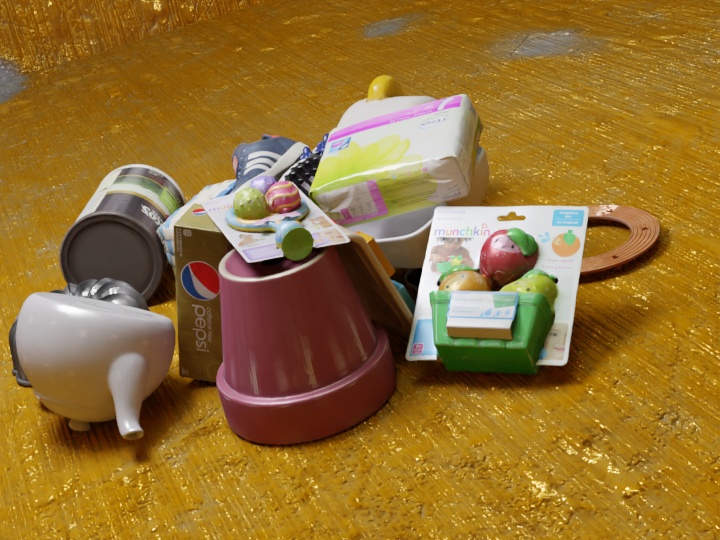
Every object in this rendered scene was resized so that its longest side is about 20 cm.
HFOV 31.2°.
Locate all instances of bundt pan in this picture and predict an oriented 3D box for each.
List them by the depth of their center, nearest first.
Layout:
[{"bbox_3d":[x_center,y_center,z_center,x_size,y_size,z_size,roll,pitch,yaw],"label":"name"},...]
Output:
[{"bbox_3d":[-0.369,0.073,1.683,0.199,0.077,0.202,-12,24,5],"label":"bundt pan"}]

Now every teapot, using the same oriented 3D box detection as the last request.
[{"bbox_3d":[-0.315,0.111,1.492,0.195,0.148,0.200,12,1,4],"label":"teapot"}]

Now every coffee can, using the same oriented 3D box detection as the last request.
[{"bbox_3d":[-0.337,-0.051,1.851,0.145,0.148,0.200,-10,23,7],"label":"coffee can"}]

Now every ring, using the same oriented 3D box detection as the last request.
[{"bbox_3d":[0.281,-0.035,1.637,0.198,0.019,0.201,-11,24,5],"label":"ring"}]

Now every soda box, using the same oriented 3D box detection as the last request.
[{"bbox_3d":[-0.173,0.029,1.505,0.067,0.202,0.064,8,28,13],"label":"soda box"}]

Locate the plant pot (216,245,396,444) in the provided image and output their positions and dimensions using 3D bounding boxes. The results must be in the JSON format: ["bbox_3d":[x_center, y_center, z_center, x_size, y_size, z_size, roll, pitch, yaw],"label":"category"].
[{"bbox_3d":[-0.072,0.062,1.410,0.198,0.181,0.200,-11,23,5],"label":"plant pot"}]

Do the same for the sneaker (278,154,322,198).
[{"bbox_3d":[-0.104,-0.068,1.631,0.090,0.066,0.201,-22,30,56],"label":"sneaker"}]

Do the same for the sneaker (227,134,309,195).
[{"bbox_3d":[-0.146,-0.123,1.698,0.084,0.076,0.200,25,33,13],"label":"sneaker"}]

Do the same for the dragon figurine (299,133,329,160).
[{"bbox_3d":[-0.034,-0.076,1.704,0.099,0.202,0.059,13,-23,-42],"label":"dragon figurine"}]

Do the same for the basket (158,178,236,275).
[{"bbox_3d":[-0.156,-0.051,1.757,0.198,0.140,0.176,-2,29,37],"label":"basket"}]

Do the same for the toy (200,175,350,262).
[{"bbox_3d":[-0.098,-0.070,1.411,0.114,0.048,0.200,-12,29,-17],"label":"toy"}]

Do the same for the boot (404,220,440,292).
[{"bbox_3d":[0.083,-0.013,1.622,0.199,0.074,0.095,12,27,44],"label":"boot"}]

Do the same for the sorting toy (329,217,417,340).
[{"bbox_3d":[0.000,0.000,1.498,0.036,0.200,0.185,-45,31,-11],"label":"sorting toy"}]

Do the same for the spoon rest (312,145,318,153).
[{"bbox_3d":[-0.050,-0.121,1.861,0.060,0.100,0.200,13,-15,1],"label":"spoon rest"}]

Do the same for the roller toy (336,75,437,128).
[{"bbox_3d":[0.047,-0.154,1.818,0.138,0.201,0.183,3,45,34],"label":"roller toy"}]

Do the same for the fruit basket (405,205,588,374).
[{"bbox_3d":[0.149,0.010,1.415,0.183,0.094,0.202,2,65,22],"label":"fruit basket"}]

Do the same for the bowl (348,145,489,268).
[{"bbox_3d":[0.057,-0.071,1.607,0.198,0.075,0.200,2,39,42],"label":"bowl"}]

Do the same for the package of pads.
[{"bbox_3d":[0.043,-0.131,1.565,0.198,0.069,0.155,-14,34,21],"label":"package of pads"}]
